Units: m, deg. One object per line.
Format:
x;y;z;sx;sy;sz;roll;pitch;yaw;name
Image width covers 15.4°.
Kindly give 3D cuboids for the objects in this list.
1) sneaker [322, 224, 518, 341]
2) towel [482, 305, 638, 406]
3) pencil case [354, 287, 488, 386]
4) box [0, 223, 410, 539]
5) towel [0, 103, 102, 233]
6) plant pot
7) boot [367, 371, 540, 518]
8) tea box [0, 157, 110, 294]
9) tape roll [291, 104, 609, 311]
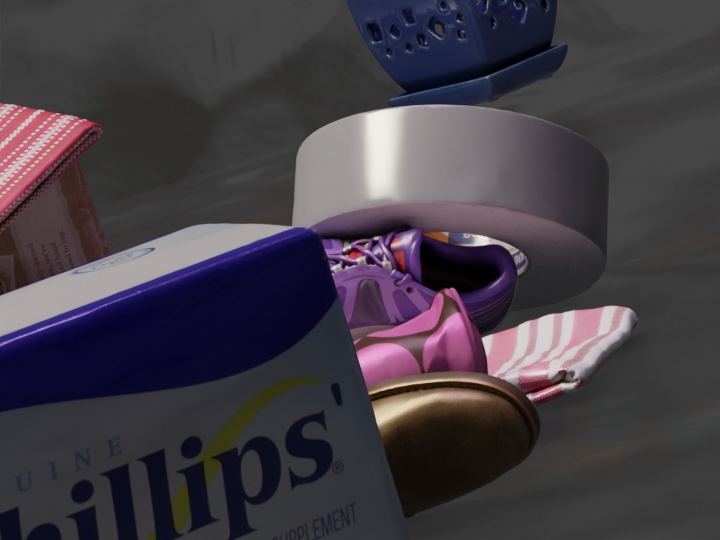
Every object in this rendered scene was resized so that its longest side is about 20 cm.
0.000;0.000;1.606;0.199;0.081;0.084;-1;-32;-17;sneaker
0.051;0.061;1.515;0.199;0.030;0.146;-14;9;20;towel
-0.029;0.074;1.395;0.199;0.091;0.094;-17;39;0;pencil case
-0.085;0.106;0.868;0.183;0.201;0.105;-21;10;-27;box
-0.260;-0.052;1.484;0.199;0.023;0.145;10;42;31;towel
0.128;-0.299;3.275;0.199;0.181;0.200;-9;11;43;plant pot
-0.008;0.107;1.254;0.199;0.074;0.076;-19;25;21;boot
-0.210;0.042;1.587;0.133;0.201;0.197;-19;9;-11;tea box
0.056;-0.035;1.672;0.199;0.066;0.200;3;-21;1;tape roll
